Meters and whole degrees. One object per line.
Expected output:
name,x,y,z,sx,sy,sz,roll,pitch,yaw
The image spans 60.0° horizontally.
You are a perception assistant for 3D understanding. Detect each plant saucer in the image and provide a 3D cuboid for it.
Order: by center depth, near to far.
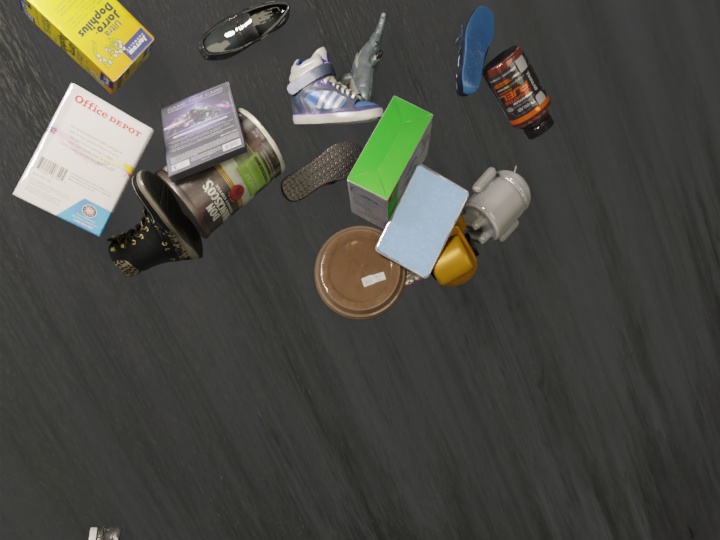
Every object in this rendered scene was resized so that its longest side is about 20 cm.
plant saucer,0.000,0.000,1.297,0.194,0.030,0.205,0,74,0

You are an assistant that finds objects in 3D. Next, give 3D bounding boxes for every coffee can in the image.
coffee can,-0.259,-0.181,1.159,0.200,0.146,0.147,-43,108,-16

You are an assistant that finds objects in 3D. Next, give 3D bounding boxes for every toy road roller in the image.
toy road roller,0.177,-0.059,1.336,0.121,0.147,0.202,-29,109,12

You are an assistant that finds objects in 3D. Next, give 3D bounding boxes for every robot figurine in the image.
robot figurine,0.313,-0.151,1.435,0.200,0.112,0.171,-43,123,-17

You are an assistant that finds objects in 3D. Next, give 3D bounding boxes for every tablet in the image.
tablet,0.127,-0.101,1.281,0.128,0.014,0.203,27,91,-6

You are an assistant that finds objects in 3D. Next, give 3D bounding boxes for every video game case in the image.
video game case,-0.284,-0.252,1.114,0.140,0.203,0.019,-21,140,0

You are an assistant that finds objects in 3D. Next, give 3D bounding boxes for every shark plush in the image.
shark plush,0.030,-0.435,1.310,0.090,0.083,0.203,32,80,-21

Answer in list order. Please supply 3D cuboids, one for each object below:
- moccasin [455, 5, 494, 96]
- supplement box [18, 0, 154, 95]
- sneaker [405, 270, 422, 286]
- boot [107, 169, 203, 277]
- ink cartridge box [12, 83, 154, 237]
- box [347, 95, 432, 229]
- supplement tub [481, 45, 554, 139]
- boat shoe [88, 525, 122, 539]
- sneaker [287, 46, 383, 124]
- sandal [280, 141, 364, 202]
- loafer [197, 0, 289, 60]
moccasin,0.246,-0.498,1.416,0.079,0.068,0.205,19,83,-16
supplement box,-0.470,-0.424,1.072,0.200,0.108,0.110,43,76,-19
sneaker,0.041,0.012,1.346,0.196,0.074,0.089,-23,86,-13
boot,-0.382,-0.071,1.086,0.150,0.075,0.205,-18,140,6
ink cartridge box,-0.467,-0.180,1.065,0.145,0.145,0.204,28,82,-22
box,0.058,-0.214,1.273,0.095,0.177,0.203,27,76,9
supplement tub,0.374,-0.410,1.454,0.107,0.106,0.201,-43,107,-16
boat shoe,-0.469,0.574,1.140,0.059,0.075,0.206,2,92,-18
sneaker,-0.051,-0.369,1.238,0.195,0.080,0.151,1,100,17
sandal,-0.077,-0.208,1.301,0.197,0.045,0.076,-27,98,-6
loafer,-0.223,-0.469,1.202,0.199,0.070,0.069,-34,105,-19
